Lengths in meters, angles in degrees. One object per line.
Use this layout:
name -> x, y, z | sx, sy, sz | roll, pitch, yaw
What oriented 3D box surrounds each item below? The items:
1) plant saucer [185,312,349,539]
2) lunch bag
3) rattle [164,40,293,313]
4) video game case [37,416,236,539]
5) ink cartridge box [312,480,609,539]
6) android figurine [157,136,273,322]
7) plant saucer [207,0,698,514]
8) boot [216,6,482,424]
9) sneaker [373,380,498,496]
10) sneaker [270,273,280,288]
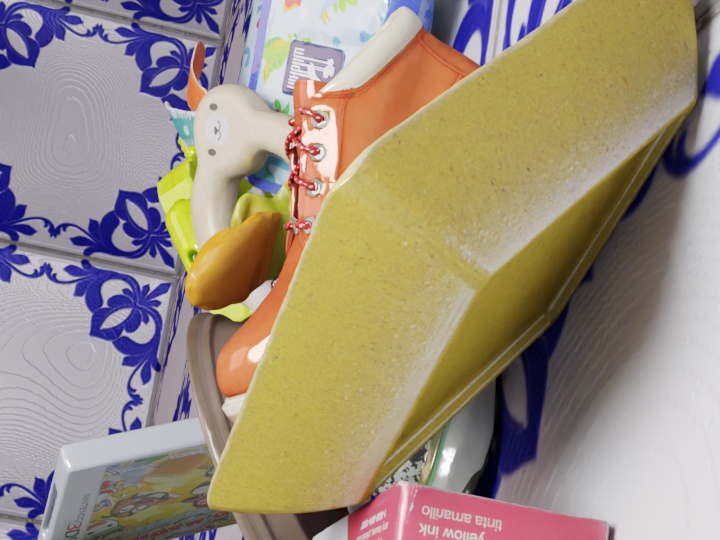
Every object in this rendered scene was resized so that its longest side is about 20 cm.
plant saucer -> -0.046, 0.113, 0.859 | 0.200, 0.029, 0.200 | -24, -90, -84
lunch bag -> -0.014, -0.130, 0.992 | 0.200, 0.127, 0.170 | -147, 66, -67
rattle -> -0.103, -0.059, 0.905 | 0.200, 0.143, 0.130 | 59, 142, 17
video game case -> -0.125, 0.152, 1.054 | 0.182, 0.200, 0.023 | 118, 136, -54
ink cartridge box -> 0.020, 0.194, 0.547 | 0.145, 0.083, 0.200 | 131, 150, -66
android figurine -> -0.080, -0.012, 1.074 | 0.041, 0.182, 0.200 | -32, 69, 21
plant saucer -> 0.044, -0.002, 0.541 | 0.200, 0.048, 0.200 | -39, -17, -39
boot -> -0.011, -0.026, 0.655 | 0.200, 0.107, 0.075 | -49, 13, -18
sneaker -> 0.022, 0.023, 0.713 | 0.077, 0.088, 0.200 | 123, 157, -62
sneaker -> 0.000, 0.000, 0.837 | 0.079, 0.095, 0.200 | 168, 115, -80
